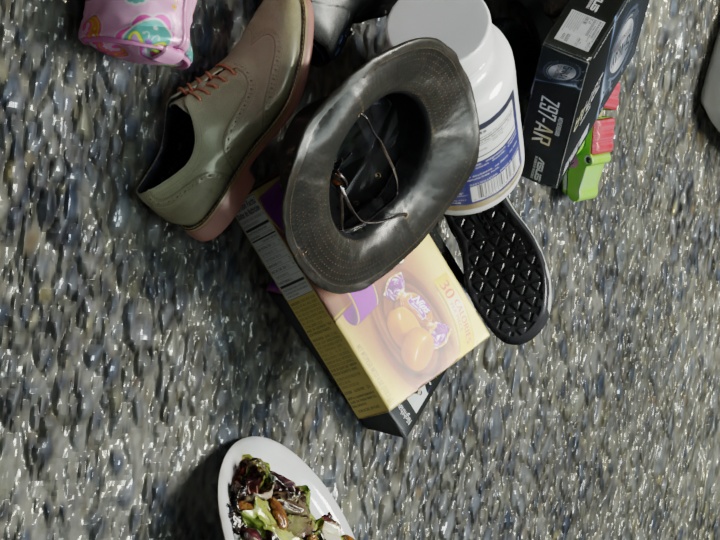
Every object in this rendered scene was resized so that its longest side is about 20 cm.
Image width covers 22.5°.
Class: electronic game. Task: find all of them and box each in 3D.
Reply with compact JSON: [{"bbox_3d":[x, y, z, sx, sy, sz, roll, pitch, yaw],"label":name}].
[{"bbox_3d":[0.130,-0.190,1.648,0.200,0.042,0.201,4,85,-52],"label":"electronic game"}]

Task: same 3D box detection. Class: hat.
[{"bbox_3d":[-0.004,-0.087,1.351,0.200,0.081,0.201,-24,127,-37],"label":"hat"}]

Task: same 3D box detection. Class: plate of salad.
[{"bbox_3d":[-0.042,0.219,1.431,0.200,0.048,0.200,45,28,-33],"label":"plate of salad"}]

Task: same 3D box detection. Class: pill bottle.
[{"bbox_3d":[0.073,-0.140,1.467,0.111,0.111,0.200,-62,160,-23],"label":"pill bottle"}]

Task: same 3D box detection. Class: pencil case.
[{"bbox_3d":[-0.137,-0.243,1.256,0.087,0.087,0.201,16,85,-52],"label":"pencil case"}]

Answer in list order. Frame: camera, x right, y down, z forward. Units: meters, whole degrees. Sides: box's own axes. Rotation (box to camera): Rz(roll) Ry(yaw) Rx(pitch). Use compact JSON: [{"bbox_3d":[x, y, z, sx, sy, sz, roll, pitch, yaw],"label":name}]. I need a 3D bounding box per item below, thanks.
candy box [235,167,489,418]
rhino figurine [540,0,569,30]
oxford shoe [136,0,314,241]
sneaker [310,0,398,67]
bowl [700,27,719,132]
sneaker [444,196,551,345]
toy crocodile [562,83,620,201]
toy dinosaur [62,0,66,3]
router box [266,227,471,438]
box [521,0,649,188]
[{"bbox_3d":[0.000,0.000,1.421,0.117,0.056,0.200,-33,96,-29],"label":"candy box"},{"bbox_3d":[0.181,-0.286,1.646,0.087,0.060,0.200,47,40,-38],"label":"rhino figurine"},{"bbox_3d":[-0.097,-0.124,1.333,0.074,0.071,0.201,29,80,-36],"label":"oxford shoe"},{"bbox_3d":[-0.005,-0.210,1.454,0.200,0.073,0.112,17,87,-44],"label":"sneaker"},{"bbox_3d":[0.453,-0.216,2.038,0.200,0.074,0.201,32,71,-50],"label":"bowl"},{"bbox_3d":[0.120,-0.023,1.580,0.083,0.072,0.201,45,23,-63],"label":"sneaker"},{"bbox_3d":[0.224,-0.166,1.760,0.067,0.062,0.201,-6,102,-52],"label":"toy crocodile"},{"bbox_3d":[-0.234,-0.276,1.163,0.101,0.058,0.200,-49,126,-15],"label":"toy dinosaur"},{"bbox_3d":[0.017,0.024,1.536,0.149,0.051,0.200,-57,137,-25],"label":"router box"},{"bbox_3d":[0.201,-0.193,1.578,0.200,0.043,0.160,-57,164,-37],"label":"box"}]
